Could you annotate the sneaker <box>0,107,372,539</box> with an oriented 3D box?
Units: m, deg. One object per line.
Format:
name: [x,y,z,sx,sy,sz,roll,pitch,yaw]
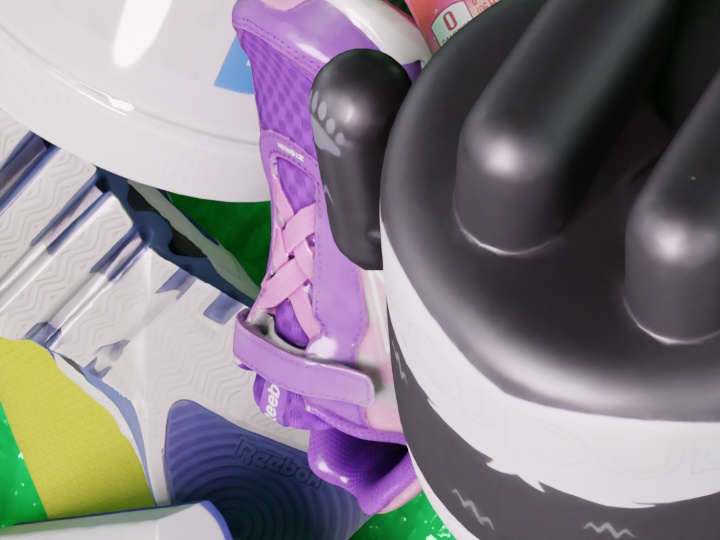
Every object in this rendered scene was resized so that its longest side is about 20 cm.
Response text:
sneaker: [-0.070,0.005,0.882,0.081,0.115,0.199,-40,111,10]

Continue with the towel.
towel: [-0.064,0.091,0.937,0.086,0.018,0.200,-27,83,28]

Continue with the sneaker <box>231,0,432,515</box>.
sneaker: [0.000,0.000,0.773,0.080,0.088,0.200,37,160,40]

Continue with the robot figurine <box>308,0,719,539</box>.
robot figurine: [0.068,0.004,0.655,0.125,0.200,0.150,-18,62,-6]

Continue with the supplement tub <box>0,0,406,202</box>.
supplement tub: [-0.031,-0.136,0.802,0.132,0.132,0.200,36,117,22]

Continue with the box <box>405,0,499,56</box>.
box: [0.104,-0.126,0.706,0.200,0.100,0.095,-36,62,23]

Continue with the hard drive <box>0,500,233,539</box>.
hard drive: [-0.069,0.143,0.879,0.200,0.025,0.132,-17,94,66]
